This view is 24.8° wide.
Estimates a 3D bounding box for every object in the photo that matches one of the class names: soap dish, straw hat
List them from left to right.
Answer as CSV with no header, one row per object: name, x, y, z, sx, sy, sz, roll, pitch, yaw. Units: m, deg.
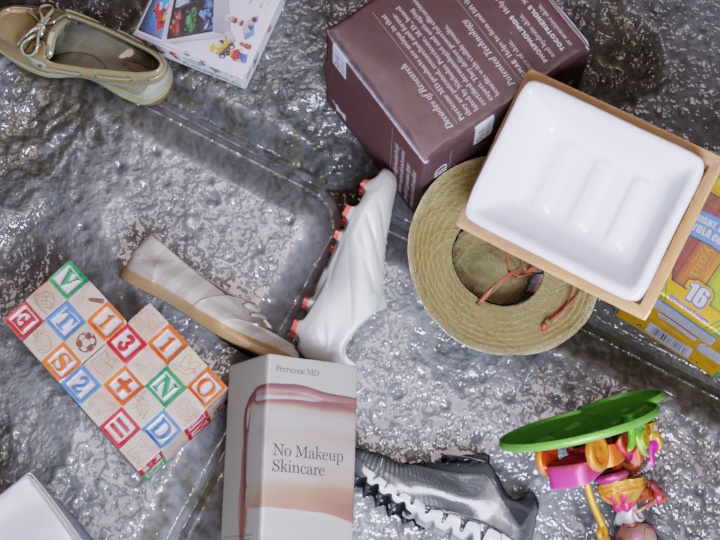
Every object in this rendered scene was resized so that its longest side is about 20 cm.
straw hat,0.126,-0.006,1.581,0.199,0.085,0.204,2,82,-16
soap dish,0.207,-0.068,1.473,0.199,0.081,0.159,28,95,20

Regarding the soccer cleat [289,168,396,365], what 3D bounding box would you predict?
soccer cleat,0.000,0.000,1.592,0.077,0.069,0.202,24,82,2

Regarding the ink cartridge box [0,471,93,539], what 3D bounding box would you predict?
ink cartridge box,-0.305,0.270,1.435,0.145,0.200,0.088,-39,77,-11

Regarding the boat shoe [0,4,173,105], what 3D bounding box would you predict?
boat shoe,-0.285,-0.227,1.654,0.199,0.063,0.074,24,74,6

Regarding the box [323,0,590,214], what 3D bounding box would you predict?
box,0.090,-0.192,1.593,0.199,0.166,0.165,-35,77,-10

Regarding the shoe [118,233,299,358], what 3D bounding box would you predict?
shoe,-0.140,0.032,1.575,0.199,0.070,0.054,30,84,10

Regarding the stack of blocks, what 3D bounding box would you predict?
stack of blocks,-0.231,0.086,1.564,0.115,0.059,0.200,-42,78,-12

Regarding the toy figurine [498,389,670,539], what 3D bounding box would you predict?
toy figurine,0.232,0.222,1.503,0.149,0.199,0.186,-12,93,37

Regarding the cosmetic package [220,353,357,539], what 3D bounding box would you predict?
cosmetic package,-0.065,0.185,1.498,0.102,0.087,0.202,8,75,-29

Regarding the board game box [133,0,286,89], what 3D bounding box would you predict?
board game box,-0.137,-0.301,1.692,0.125,0.035,0.202,22,74,5

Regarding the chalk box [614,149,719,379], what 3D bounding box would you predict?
chalk box,0.352,-0.021,1.566,0.124,0.124,0.201,33,76,9

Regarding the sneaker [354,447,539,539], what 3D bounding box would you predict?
sneaker,0.080,0.203,1.531,0.199,0.067,0.091,27,71,4
